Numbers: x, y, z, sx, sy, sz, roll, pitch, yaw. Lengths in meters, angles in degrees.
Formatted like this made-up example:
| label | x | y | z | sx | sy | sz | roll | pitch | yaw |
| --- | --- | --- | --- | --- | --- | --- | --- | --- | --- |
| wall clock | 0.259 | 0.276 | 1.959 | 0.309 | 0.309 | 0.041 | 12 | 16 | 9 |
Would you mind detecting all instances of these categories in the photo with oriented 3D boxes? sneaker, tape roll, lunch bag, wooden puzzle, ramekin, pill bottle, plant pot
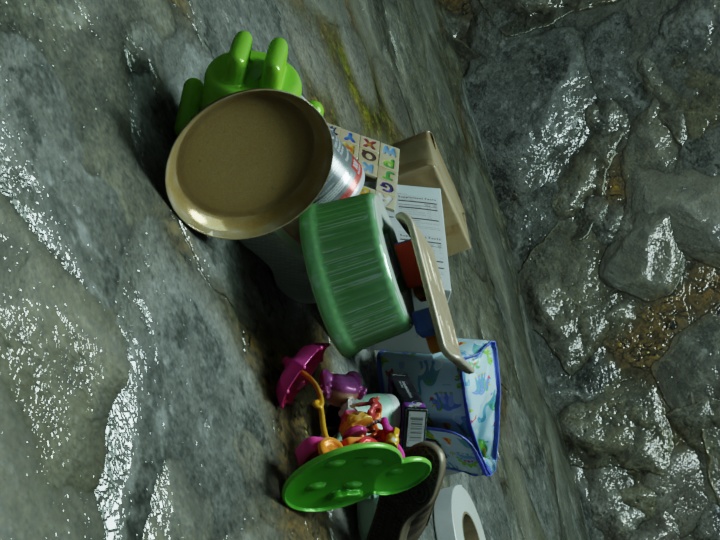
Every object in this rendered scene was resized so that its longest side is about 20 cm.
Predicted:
| label | x | y | z | sx | sy | sz | roll | pitch | yaw |
| --- | --- | --- | --- | --- | --- | --- | --- | --- | --- |
| sneaker | 0.063 | 0.297 | 1.421 | 0.070 | 0.202 | 0.075 | 35 | 24 | 23 |
| tape roll | 0.177 | 0.473 | 1.899 | 0.202 | 0.036 | 0.206 | -17 | 91 | -73 |
| sneaker | -0.012 | 0.265 | 1.469 | 0.116 | 0.073 | 0.205 | 5 | 86 | -34 |
| lunch bag | 0.125 | 0.213 | 1.709 | 0.127 | 0.168 | 0.204 | -24 | 111 | -47 |
| wooden puzzle | 0.088 | 0.038 | 1.441 | 0.185 | 0.046 | 0.203 | 44 | 27 | -74 |
| sneaker | -0.094 | -0.046 | 1.460 | 0.201 | 0.074 | 0.106 | 50 | 33 | -44 |
| ramekin | 0.000 | 0.000 | 1.400 | 0.200 | 0.096 | 0.204 | -17 | 90 | -81 |
| pill bottle | -0.093 | -0.165 | 1.482 | 0.200 | 0.115 | 0.117 | 48 | 27 | -29 |
| plant pot | -0.127 | -0.123 | 1.246 | 0.201 | 0.198 | 0.028 | 55 | 4 | -45 |

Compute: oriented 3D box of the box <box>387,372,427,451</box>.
| label | x | y | z | sx | sy | sz | roll | pitch | yaw |
| --- | --- | --- | --- | --- | --- | --- | --- | --- | --- |
| box | 0.061 | 0.239 | 1.563 | 0.200 | 0.035 | 0.146 | -125 | -142 | -79 |

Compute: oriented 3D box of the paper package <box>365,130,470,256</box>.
| label | x | y | z | sx | sy | sz | roll | pitch | yaw |
| --- | --- | --- | --- | --- | --- | --- | --- | --- | --- |
| paper package | 0.057 | -0.098 | 1.787 | 0.104 | 0.197 | 0.192 | -93 | 160 | -52 |

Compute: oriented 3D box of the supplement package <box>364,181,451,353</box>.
| label | x | y | z | sx | sy | sz | roll | pitch | yaw |
| --- | --- | --- | --- | --- | --- | --- | --- | --- | --- |
| supplement package | 0.042 | -0.005 | 1.649 | 0.153 | 0.148 | 0.203 | 104 | -12 | -48 |

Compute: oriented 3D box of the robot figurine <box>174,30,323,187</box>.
| label | x | y | z | sx | sy | sz | roll | pitch | yaw |
| --- | --- | --- | --- | --- | --- | --- | --- | --- | --- |
| robot figurine | -0.131 | -0.176 | 1.300 | 0.117 | 0.172 | 0.202 | -86 | -174 | -50 |

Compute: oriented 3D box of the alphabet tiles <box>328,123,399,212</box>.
| label | x | y | z | sx | sy | sz | roll | pitch | yaw |
| --- | --- | --- | --- | --- | --- | --- | --- | --- | --- |
| alphabet tiles | -0.036 | -0.168 | 1.647 | 0.169 | 0.197 | 0.008 | -83 | -165 | -51 |

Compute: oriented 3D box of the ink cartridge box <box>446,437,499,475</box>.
| label | x | y | z | sx | sy | sz | roll | pitch | yaw |
| --- | --- | --- | --- | --- | --- | --- | --- | --- | --- |
| ink cartridge box | 0.158 | 0.246 | 1.806 | 0.047 | 0.199 | 0.163 | -4 | 74 | -37 |

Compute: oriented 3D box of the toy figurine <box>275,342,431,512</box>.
| label | x | y | z | sx | sy | sz | roll | pitch | yaw |
| --- | --- | --- | --- | --- | --- | --- | --- | --- | --- |
| toy figurine | -0.025 | 0.174 | 1.347 | 0.197 | 0.151 | 0.186 | 4 | 50 | -32 |
